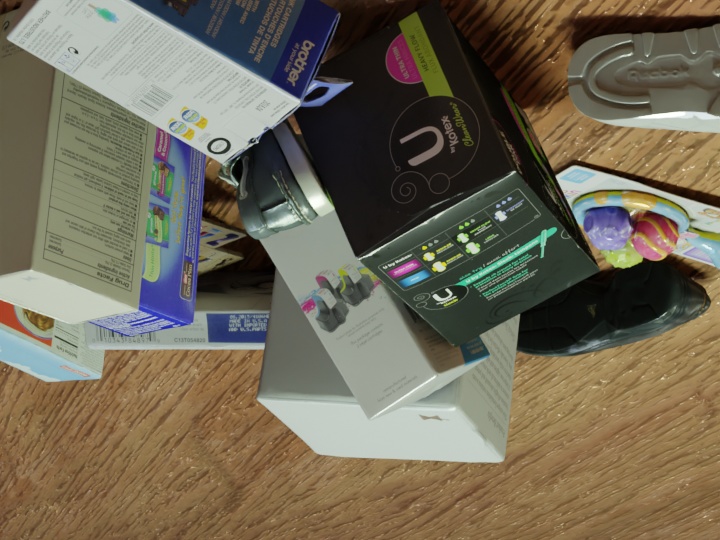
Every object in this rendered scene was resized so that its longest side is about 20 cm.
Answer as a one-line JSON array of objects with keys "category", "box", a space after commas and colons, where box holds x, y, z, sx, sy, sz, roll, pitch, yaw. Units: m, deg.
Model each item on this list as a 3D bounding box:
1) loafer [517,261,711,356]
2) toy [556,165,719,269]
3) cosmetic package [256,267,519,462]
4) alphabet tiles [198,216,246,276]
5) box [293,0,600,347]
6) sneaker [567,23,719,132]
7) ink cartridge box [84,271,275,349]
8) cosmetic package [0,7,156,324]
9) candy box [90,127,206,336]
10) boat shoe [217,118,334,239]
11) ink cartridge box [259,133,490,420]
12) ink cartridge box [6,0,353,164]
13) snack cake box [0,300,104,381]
[{"category": "loafer", "box": [0.215, 0.042, 2.036, 0.200, 0.073, 0.072, -10, 161, 42]}, {"category": "toy", "box": [0.230, -0.027, 1.850, 0.200, 0.047, 0.115, 12, 161, -21]}, {"category": "cosmetic package", "box": [0.030, 0.035, 1.846, 0.166, 0.200, 0.167, 2, 161, 17]}, {"category": "alphabet tiles", "box": [-0.180, -0.007, 1.918, 0.167, 0.008, 0.200, -21, 167, 18]}, {"category": "box", "box": [0.058, -0.062, 1.579, 0.124, 0.149, 0.200, -29, 152, 11]}, {"category": "sneaker", "box": [0.239, -0.124, 1.536, 0.200, 0.077, 0.080, 6, 174, 12]}, {"category": "ink cartridge box", "box": [-0.121, 0.028, 2.075, 0.199, 0.041, 0.200, -1, -168, 16]}, {"category": "cosmetic package", "box": [-0.200, -0.075, 1.583, 0.073, 0.200, 0.103, -11, 156, 40]}, {"category": "candy box", "box": [-0.210, -0.059, 1.685, 0.077, 0.169, 0.200, -14, 153, 39]}, {"category": "boat shoe", "box": [-0.074, -0.084, 1.576, 0.062, 0.200, 0.073, -33, 124, 2]}, {"category": "ink cartridge box", "box": [0.000, 0.000, 1.678, 0.068, 0.200, 0.115, -34, 172, 21]}, {"category": "ink cartridge box", "box": [-0.106, -0.145, 1.456, 0.200, 0.076, 0.136, 31, 155, -15]}, {"category": "snack cake box", "box": [-0.303, 0.017, 2.035, 0.067, 0.115, 0.200, -5, 159, 29]}]
